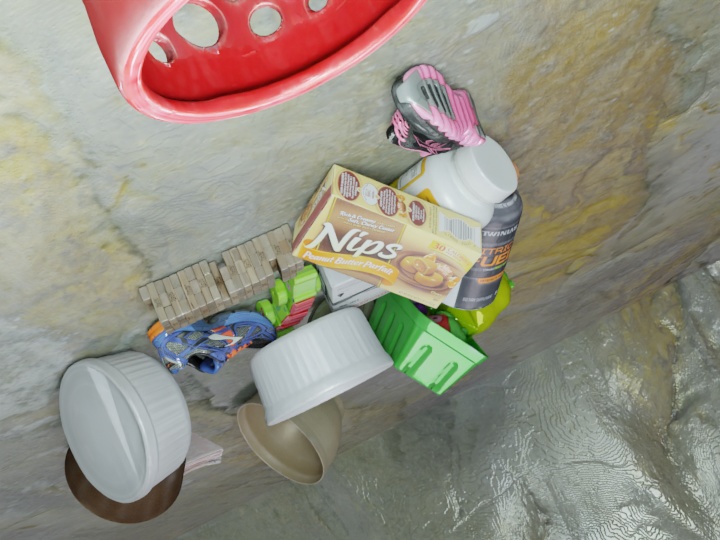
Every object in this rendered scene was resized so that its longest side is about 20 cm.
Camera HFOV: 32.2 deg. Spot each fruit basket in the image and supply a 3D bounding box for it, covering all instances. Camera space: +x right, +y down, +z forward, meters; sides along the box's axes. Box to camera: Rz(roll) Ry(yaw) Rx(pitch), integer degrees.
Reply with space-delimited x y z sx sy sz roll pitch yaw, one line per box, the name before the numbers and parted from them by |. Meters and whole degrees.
fruit basket | 0.125 0.060 1.856 0.155 0.217 0.215 32 132 -24

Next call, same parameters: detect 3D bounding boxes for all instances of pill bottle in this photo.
pill bottle | 0.094 -0.081 1.546 0.199 0.114 0.112 -37 162 34
pill bottle | 0.153 -0.055 1.654 0.105 0.106 0.202 -16 135 -32

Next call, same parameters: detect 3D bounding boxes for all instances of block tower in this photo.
block tower | -0.169 0.013 1.540 0.198 0.058 0.054 -23 164 -8

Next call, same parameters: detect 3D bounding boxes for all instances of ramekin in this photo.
ramekin | -0.061 0.132 1.764 0.198 0.099 0.201 -25 172 -4
ramekin | -0.312 0.203 1.683 0.094 0.204 0.202 -22 167 -42

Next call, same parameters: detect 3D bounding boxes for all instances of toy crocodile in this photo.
toy crocodile | -0.097 0.047 1.760 0.067 0.062 0.200 -18 163 -25

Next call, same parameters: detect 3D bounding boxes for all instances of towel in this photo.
towel | -0.353 0.307 2.053 0.189 0.033 0.199 -17 -159 -37

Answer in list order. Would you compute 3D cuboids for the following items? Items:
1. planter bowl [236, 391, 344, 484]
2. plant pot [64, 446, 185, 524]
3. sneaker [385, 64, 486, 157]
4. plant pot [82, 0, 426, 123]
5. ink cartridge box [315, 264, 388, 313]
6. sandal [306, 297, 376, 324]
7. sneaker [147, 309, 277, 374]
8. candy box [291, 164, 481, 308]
planter bowl | -0.113 0.277 2.320 0.135 0.200 0.200 -48 180 -35
plant pot | -0.335 0.246 1.871 0.185 0.188 0.201 -15 148 -34
sneaker | 0.065 -0.158 1.335 0.094 0.080 0.200 -18 167 20
plant pot | -0.073 -0.208 0.696 0.198 0.184 0.201 -24 164 -7
ink cartridge box | 0.000 0.000 1.750 0.115 0.069 0.200 -23 166 -6
sandal | 0.000 0.065 1.936 0.199 0.081 0.057 -28 -157 -22
sneaker | -0.200 0.105 1.719 0.198 0.079 0.075 -3 156 -38
candy box | 0.031 -0.037 1.473 0.198 0.056 0.116 21 135 -17
